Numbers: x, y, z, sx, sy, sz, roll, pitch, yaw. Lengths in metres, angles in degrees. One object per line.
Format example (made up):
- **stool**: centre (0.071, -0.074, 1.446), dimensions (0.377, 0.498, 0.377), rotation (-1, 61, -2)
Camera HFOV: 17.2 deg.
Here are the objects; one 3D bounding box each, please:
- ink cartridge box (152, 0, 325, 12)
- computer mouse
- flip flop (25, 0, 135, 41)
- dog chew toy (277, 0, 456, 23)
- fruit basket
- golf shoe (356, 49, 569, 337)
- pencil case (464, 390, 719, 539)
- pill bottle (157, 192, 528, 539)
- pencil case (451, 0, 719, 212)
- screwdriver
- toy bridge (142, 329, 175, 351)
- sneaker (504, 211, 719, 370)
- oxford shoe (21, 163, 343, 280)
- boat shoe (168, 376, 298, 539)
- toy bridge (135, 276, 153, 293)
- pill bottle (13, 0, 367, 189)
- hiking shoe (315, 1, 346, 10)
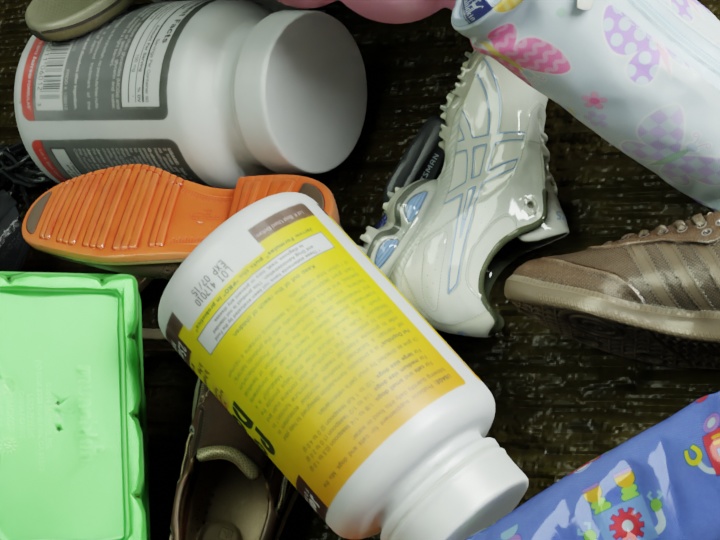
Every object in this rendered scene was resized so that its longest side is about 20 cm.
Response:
- **ink cartridge box**: centre (-0.065, -0.268, 1.508), dimensions (0.146, 0.086, 0.200), rotation (8, 71, 40)
- **computer mouse**: centre (-0.259, 0.003, 1.521), dimensions (0.138, 0.053, 0.200), rotation (-3, 68, 57)
- **flip flop**: centre (-0.136, -0.222, 1.429), dimensions (0.200, 0.058, 0.081), rotation (-48, 35, 5)
- **dog chew toy**: centre (0.029, -0.187, 1.263), dimensions (0.200, 0.125, 0.125), rotation (-5, 63, 15)
- **fruit basket**: centre (-0.199, 0.101, 1.353), dimensions (0.216, 0.155, 0.216), rotation (-179, 90, -72)
- **golf shoe**: centre (0.082, -0.054, 1.304), dimensions (0.097, 0.078, 0.200), rotation (27, 87, 22)
- **pencil case**: centre (0.131, 0.131, 1.148), dimensions (0.200, 0.078, 0.087), rotation (-32, 72, 20)
- **pill bottle**: centre (-0.006, 0.062, 1.238), dimensions (0.109, 0.109, 0.200), rotation (-45, 73, 10)
- **pencil case**: centre (0.142, -0.106, 1.180), dimensions (0.091, 0.200, 0.083), rotation (-33, 30, 47)
- **screwdriver**: centre (0.000, 0.000, 1.354), dimensions (0.028, 0.029, 0.200), rotation (29, 86, 43)
- **toy bridge**: centre (-0.145, 0.073, 1.418), dimensions (0.200, 0.027, 0.067), rotation (-30, 52, 21)
- **sneaker**: centre (0.171, 0.006, 1.192), dimensions (0.200, 0.070, 0.076), rotation (10, 72, 31)
- **oxford shoe**: centre (-0.102, -0.012, 1.381), dimensions (0.200, 0.073, 0.071), rotation (5, 54, 22)
- **boat shoe**: centre (-0.063, 0.105, 1.303), dimensions (0.075, 0.075, 0.203), rotation (10, 78, 3)
- **toy bridge**: centre (-0.202, 0.044, 1.457), dimensions (0.200, 0.067, 0.027), rotation (-34, 50, 3)
- **pill bottle**: centre (-0.102, -0.104, 1.429), dimensions (0.200, 0.116, 0.116), rotation (3, 69, 39)
- **hiking shoe**: centre (-0.034, -0.186, 1.372), dimensions (0.101, 0.200, 0.076), rotation (-160, 69, -64)
